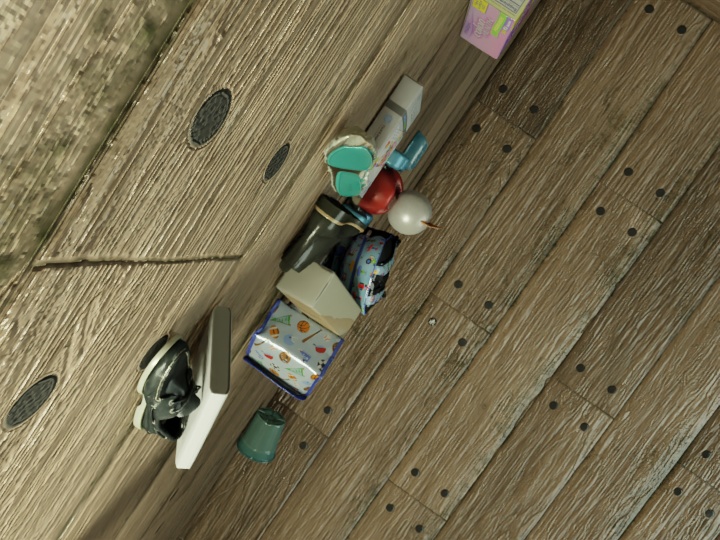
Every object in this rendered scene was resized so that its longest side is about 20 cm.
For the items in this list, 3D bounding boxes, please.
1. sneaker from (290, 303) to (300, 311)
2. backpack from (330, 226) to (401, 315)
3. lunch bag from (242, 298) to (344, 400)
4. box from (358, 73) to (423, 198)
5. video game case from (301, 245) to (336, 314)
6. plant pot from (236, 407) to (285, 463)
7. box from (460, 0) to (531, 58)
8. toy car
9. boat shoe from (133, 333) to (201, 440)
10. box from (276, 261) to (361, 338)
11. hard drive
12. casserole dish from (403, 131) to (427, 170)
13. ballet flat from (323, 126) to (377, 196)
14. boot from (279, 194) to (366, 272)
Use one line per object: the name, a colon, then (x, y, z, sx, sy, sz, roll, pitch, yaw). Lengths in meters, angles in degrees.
sneaker: (-0.168, 0.149, 1.353, 0.200, 0.088, 0.075, -53, 175, -47)
backpack: (0.000, 0.000, 1.245, 0.200, 0.134, 0.183, -54, 160, -72)
lunch bag: (-0.151, 0.181, 1.181, 0.124, 0.170, 0.200, -55, 180, -33)
box: (0.037, -0.229, 0.984, 0.200, 0.041, 0.156, -55, 177, 3)
video game case: (-0.088, 0.020, 1.260, 0.200, 0.023, 0.182, -60, 166, -62)
plant pot: (-0.465, 0.784, 2.683, 0.197, 0.200, 0.200, -64, 175, 12)
box: (0.301, -0.557, 1.096, 0.200, 0.097, 0.176, -55, 177, 0)
toy car: (0.086, -0.140, 1.196, 0.185, 0.200, 0.177, -56, 177, 12)
boat shoe: (-0.225, 0.152, 0.672, 0.200, 0.066, 0.075, -58, 175, 39)
box: (-0.077, 0.055, 1.095, 0.078, 0.095, 0.200, -57, 154, -13)
hard drive: (-0.213, 0.161, 0.751, 0.200, 0.026, 0.132, -57, -149, 39)
casserole dish: (0.161, -0.350, 1.667, 0.121, 0.039, 0.200, -57, 176, 11)
ballet flat: (-0.016, -0.163, 0.778, 0.072, 0.072, 0.200, -55, 179, -12)
boot: (-0.069, -0.056, 0.981, 0.138, 0.077, 0.200, -52, 164, 7)
